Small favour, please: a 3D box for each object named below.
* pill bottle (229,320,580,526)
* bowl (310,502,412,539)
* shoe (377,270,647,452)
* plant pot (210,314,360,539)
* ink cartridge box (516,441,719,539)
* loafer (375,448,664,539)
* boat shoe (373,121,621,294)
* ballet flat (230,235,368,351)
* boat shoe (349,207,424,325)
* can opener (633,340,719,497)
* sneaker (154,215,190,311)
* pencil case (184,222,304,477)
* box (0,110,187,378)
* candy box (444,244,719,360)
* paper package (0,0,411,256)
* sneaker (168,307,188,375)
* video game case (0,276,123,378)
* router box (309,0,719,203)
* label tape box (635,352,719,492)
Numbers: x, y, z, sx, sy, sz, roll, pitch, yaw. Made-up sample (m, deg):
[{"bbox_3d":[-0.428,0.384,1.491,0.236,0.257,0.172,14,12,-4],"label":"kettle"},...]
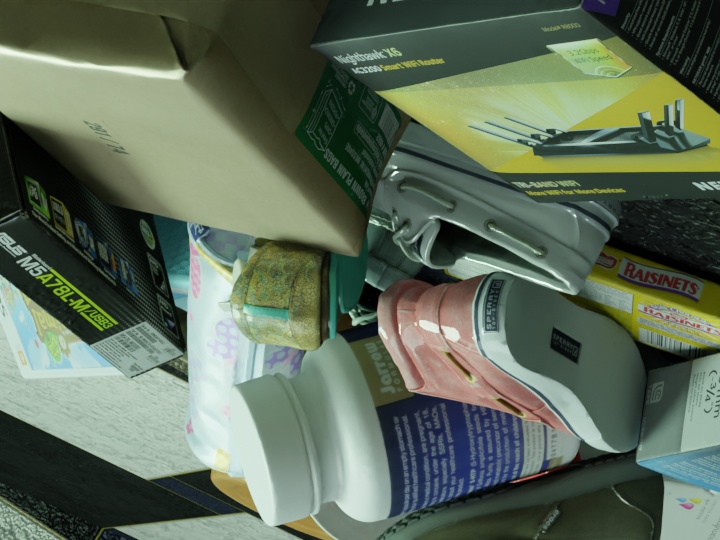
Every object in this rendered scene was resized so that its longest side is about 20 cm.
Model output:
[{"bbox_3d":[0.026,0.089,1.470,0.199,0.121,0.120,-15,172,-14],"label":"pill bottle"},{"bbox_3d":[0.049,0.101,1.637,0.199,0.091,0.202,-5,131,-6],"label":"bowl"},{"bbox_3d":[0.091,0.052,1.383,0.090,0.072,0.200,0,159,33],"label":"shoe"},{"bbox_3d":[-0.026,0.122,1.800,0.199,0.141,0.200,22,166,6],"label":"plant pot"},{"bbox_3d":[0.158,0.155,1.594,0.198,0.067,0.117,11,127,-15],"label":"ink cartridge box"},{"bbox_3d":[0.102,0.168,1.491,0.198,0.070,0.075,-16,178,0],"label":"loafer"},{"bbox_3d":[0.044,-0.035,1.297,0.199,0.067,0.074,12,161,36],"label":"boat shoe"},{"bbox_3d":[-0.036,0.001,1.304,0.070,0.071,0.200,23,-168,1],"label":"ballet flat"},{"bbox_3d":[0.000,0.000,1.492,0.072,0.062,0.200,25,165,-7],"label":"boat shoe"},{"bbox_3d":[0.203,0.082,1.497,0.200,0.067,0.053,40,162,-26],"label":"can opener"},{"bbox_3d":[-0.120,0.008,1.668,0.199,0.080,0.130,11,160,40],"label":"sneaker"},{"bbox_3d":[-0.072,0.042,1.538,0.082,0.091,0.201,-10,135,-16],"label":"pencil case"},{"bbox_3d":[-0.176,-0.062,1.330,0.047,0.194,0.200,-22,149,13],"label":"box"},{"bbox_3d":[0.141,0.010,1.386,0.199,0.027,0.102,20,163,11],"label":"candy box"},{"bbox_3d":[-0.095,-0.106,1.194,0.190,0.104,0.200,14,162,32],"label":"paper package"},{"bbox_3d":[-0.102,0.045,1.718,0.199,0.076,0.071,28,166,22],"label":"sneaker"},{"bbox_3d":[-0.228,-0.012,1.653,0.200,0.022,0.183,-6,107,61],"label":"video game case"},{"bbox_3d":[0.096,-0.090,1.061,0.157,0.053,0.199,32,162,-30],"label":"router box"},{"bbox_3d":[0.272,0.091,1.356,0.143,0.064,0.200,18,162,-22],"label":"label tape box"}]
